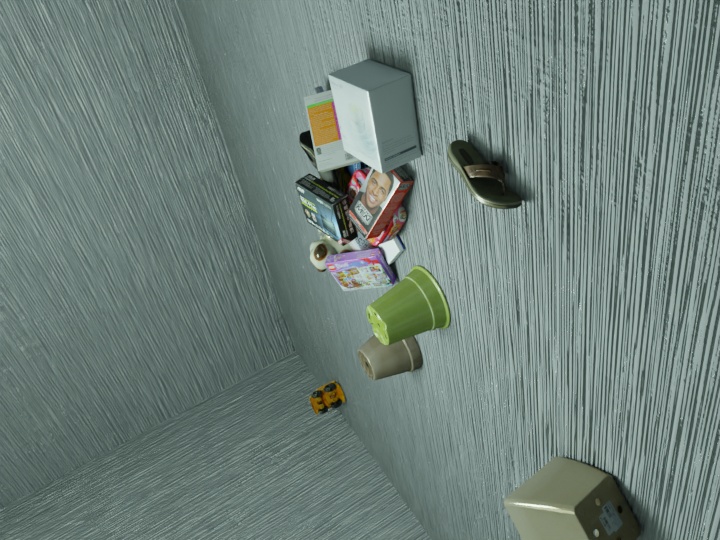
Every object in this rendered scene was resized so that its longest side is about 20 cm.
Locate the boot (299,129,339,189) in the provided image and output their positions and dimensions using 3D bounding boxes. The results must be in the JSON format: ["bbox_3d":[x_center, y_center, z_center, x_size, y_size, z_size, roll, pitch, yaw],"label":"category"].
[{"bbox_3d":[-0.122,-0.327,1.759,0.201,0.076,0.140,-117,9,-51],"label":"boot"}]

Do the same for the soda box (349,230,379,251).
[{"bbox_3d":[-0.012,-0.119,1.863,0.068,0.064,0.201,28,158,46],"label":"soda box"}]

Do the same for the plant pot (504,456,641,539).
[{"bbox_3d":[0.471,0.537,1.272,0.202,0.198,0.177,62,151,6],"label":"plant pot"}]

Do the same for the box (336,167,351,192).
[{"bbox_3d":[-0.059,-0.315,1.833,0.070,0.064,0.203,17,131,67],"label":"box"}]

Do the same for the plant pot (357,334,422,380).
[{"bbox_3d":[0.091,0.287,2.039,0.201,0.172,0.201,52,158,31],"label":"plant pot"}]

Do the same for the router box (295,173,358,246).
[{"bbox_3d":[-0.101,-0.181,1.739,0.199,0.062,0.151,34,149,42],"label":"router box"}]

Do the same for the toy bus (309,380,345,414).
[{"bbox_3d":[-0.211,0.742,3.506,0.192,0.198,0.138,-153,40,-74],"label":"toy bus"}]

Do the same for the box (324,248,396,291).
[{"bbox_3d":[0.000,0.000,1.892,0.197,0.039,0.137,-7,134,32],"label":"box"}]

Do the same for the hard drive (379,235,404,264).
[{"bbox_3d":[0.063,-0.129,1.796,0.202,0.025,0.132,62,162,9],"label":"hard drive"}]

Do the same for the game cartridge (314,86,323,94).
[{"bbox_3d":[-0.090,-0.420,1.714,0.130,0.038,0.202,101,151,-62],"label":"game cartridge"}]

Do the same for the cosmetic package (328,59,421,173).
[{"bbox_3d":[0.034,-0.369,1.399,0.199,0.122,0.202,42,151,50],"label":"cosmetic package"}]

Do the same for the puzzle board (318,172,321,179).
[{"bbox_3d":[-0.089,-0.287,1.882,0.151,0.017,0.203,-41,-66,-68],"label":"puzzle board"}]

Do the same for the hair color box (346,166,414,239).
[{"bbox_3d":[0.048,-0.190,1.550,0.102,0.061,0.201,51,130,24],"label":"hair color box"}]

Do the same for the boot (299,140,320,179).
[{"bbox_3d":[-0.139,-0.358,2.000,0.175,0.068,0.202,66,-176,-51],"label":"boot"}]

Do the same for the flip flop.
[{"bbox_3d":[0.239,-0.193,1.139,0.201,0.080,0.058,61,149,30],"label":"flip flop"}]

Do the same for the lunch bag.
[{"bbox_3d":[0.045,-0.189,1.661,0.201,0.081,0.177,57,145,17],"label":"lunch bag"}]

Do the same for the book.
[{"bbox_3d":[-0.069,-0.383,1.596,0.048,0.131,0.204,-4,-97,-73],"label":"book"}]

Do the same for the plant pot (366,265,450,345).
[{"bbox_3d":[0.123,0.117,1.686,0.201,0.188,0.201,55,161,29],"label":"plant pot"}]

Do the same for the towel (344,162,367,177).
[{"bbox_3d":[-0.027,-0.362,1.702,0.112,0.048,0.202,49,157,42],"label":"towel"}]

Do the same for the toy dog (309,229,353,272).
[{"bbox_3d":[-0.081,-0.075,1.996,0.195,0.198,0.140,58,162,19],"label":"toy dog"}]
